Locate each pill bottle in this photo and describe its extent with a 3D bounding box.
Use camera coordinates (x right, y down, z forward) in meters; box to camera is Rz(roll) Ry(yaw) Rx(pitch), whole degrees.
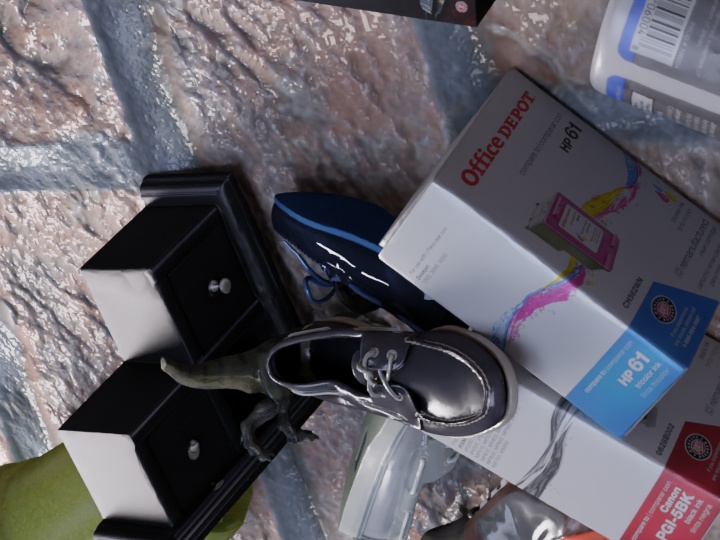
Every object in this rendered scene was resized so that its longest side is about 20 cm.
[{"bbox_3d":[0.245,-0.124,1.202,0.198,0.114,0.114,23,132,11],"label":"pill bottle"}]

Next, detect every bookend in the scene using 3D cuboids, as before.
[{"bbox_3d":[-0.140,0.066,1.490,0.091,0.199,0.201,0,124,39],"label":"bookend"}]

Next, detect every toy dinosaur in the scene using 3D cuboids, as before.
[{"bbox_3d":[-0.062,0.086,1.479,0.047,0.199,0.089,5,103,49],"label":"toy dinosaur"}]

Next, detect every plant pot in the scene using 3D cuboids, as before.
[{"bbox_3d":[-0.190,0.197,1.647,0.200,0.201,0.184,45,120,-9],"label":"plant pot"}]

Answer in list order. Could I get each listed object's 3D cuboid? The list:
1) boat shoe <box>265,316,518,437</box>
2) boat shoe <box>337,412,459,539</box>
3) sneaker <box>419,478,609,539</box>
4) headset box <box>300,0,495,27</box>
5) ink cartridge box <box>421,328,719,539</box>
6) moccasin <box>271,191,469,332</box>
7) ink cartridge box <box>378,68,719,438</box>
[{"bbox_3d":[0.017,0.071,1.328,0.199,0.062,0.074,10,105,48],"label":"boat shoe"},{"bbox_3d":[0.038,0.129,1.546,0.071,0.070,0.202,14,131,-7],"label":"boat shoe"},{"bbox_3d":[0.125,0.178,1.540,0.199,0.077,0.083,-14,90,34],"label":"sneaker"},{"bbox_3d":[-0.010,-0.245,1.275,0.198,0.077,0.150,11,128,19],"label":"headset box"},{"bbox_3d":[0.160,0.087,1.384,0.199,0.147,0.083,29,131,5],"label":"ink cartridge box"},{"bbox_3d":[0.000,0.000,1.406,0.200,0.080,0.069,31,123,50],"label":"moccasin"},{"bbox_3d":[0.130,-0.014,1.325,0.199,0.145,0.085,36,133,0],"label":"ink cartridge box"}]
